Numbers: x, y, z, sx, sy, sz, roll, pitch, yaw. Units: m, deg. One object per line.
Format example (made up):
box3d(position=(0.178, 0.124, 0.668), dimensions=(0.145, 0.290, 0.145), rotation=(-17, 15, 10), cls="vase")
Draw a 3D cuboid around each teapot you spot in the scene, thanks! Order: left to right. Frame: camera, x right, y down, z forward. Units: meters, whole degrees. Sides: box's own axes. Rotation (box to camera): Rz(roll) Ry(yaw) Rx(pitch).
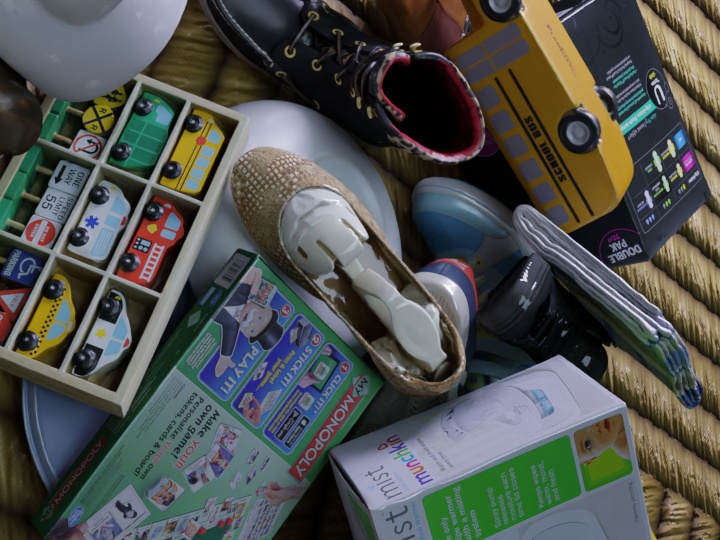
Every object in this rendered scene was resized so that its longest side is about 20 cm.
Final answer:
box3d(position=(-0.154, -0.206, 0.647), dimensions=(0.202, 0.145, 0.197), rotation=(58, 7, 7), cls="teapot")

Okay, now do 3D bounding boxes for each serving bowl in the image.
box3d(position=(-0.033, -0.028, 0.801), dimensions=(0.199, 0.065, 0.203), rotation=(24, 58, -43), cls="serving bowl")

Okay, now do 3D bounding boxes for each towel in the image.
box3d(position=(0.187, 0.031, 0.865), dimensions=(0.024, 0.147, 0.200), rotation=(-46, 150, 1), cls="towel")

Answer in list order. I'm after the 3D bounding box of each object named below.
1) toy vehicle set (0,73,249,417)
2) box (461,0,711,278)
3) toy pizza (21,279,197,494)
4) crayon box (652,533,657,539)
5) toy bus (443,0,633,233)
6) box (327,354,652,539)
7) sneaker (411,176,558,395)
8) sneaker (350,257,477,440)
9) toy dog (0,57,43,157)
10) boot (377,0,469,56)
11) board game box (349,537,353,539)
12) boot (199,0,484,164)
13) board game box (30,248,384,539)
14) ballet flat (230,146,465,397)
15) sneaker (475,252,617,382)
box3d(position=(-0.158, -0.027, 0.699), dimensions=(0.122, 0.027, 0.202), rotation=(20, 66, 2), cls="toy vehicle set")
box3d(position=(0.173, -0.111, 0.966), dimensions=(0.124, 0.147, 0.202), rotation=(-37, 107, -39), cls="box")
box3d(position=(-0.128, 0.080, 0.752), dimensions=(0.198, 0.031, 0.204), rotation=(8, 78, -39), cls="toy pizza")
box3d(position=(0.188, 0.238, 0.991), dimensions=(0.127, 0.050, 0.202), rotation=(-44, 111, -36), cls="crayon box")
box3d(position=(0.127, -0.132, 0.846), dimensions=(0.202, 0.078, 0.065), rotation=(57, 35, -9), cls="toy bus")
box3d(position=(0.091, 0.187, 0.752), dimensions=(0.174, 0.097, 0.203), rotation=(-19, 109, -14), cls="box")
box3d(position=(0.093, 0.031, 0.922), dimensions=(0.200, 0.079, 0.132), rotation=(46, 56, -26), cls="sneaker")
box3d(position=(0.046, 0.083, 0.840), dimensions=(0.085, 0.074, 0.203), rotation=(-48, 157, -59), cls="sneaker")
box3d(position=(-0.261, -0.076, 0.593), dimensions=(0.199, 0.138, 0.197), rotation=(-32, 117, -39), cls="toy dog")
box3d(position=(0.032, -0.246, 0.858), dimensions=(0.200, 0.067, 0.191), rotation=(54, 42, -57), cls="boot")
box3d(position=(0.045, 0.285, 0.856), dimensions=(0.164, 0.056, 0.203), rotation=(-29, 103, -41), cls="board game box")
box3d(position=(-0.011, -0.144, 0.804), dimensions=(0.200, 0.150, 0.074), rotation=(41, 83, -31), cls="boot")
box3d(position=(-0.087, 0.108, 0.712), dimensions=(0.201, 0.029, 0.135), rotation=(-53, 125, -13), cls="board game box")
box3d(position=(0.000, 0.000, 0.721), dimensions=(0.200, 0.065, 0.071), rotation=(45, 78, -14), cls="ballet flat")
box3d(position=(0.140, 0.042, 0.826), dimensions=(0.104, 0.060, 0.200), rotation=(45, 9, 3), cls="sneaker")
